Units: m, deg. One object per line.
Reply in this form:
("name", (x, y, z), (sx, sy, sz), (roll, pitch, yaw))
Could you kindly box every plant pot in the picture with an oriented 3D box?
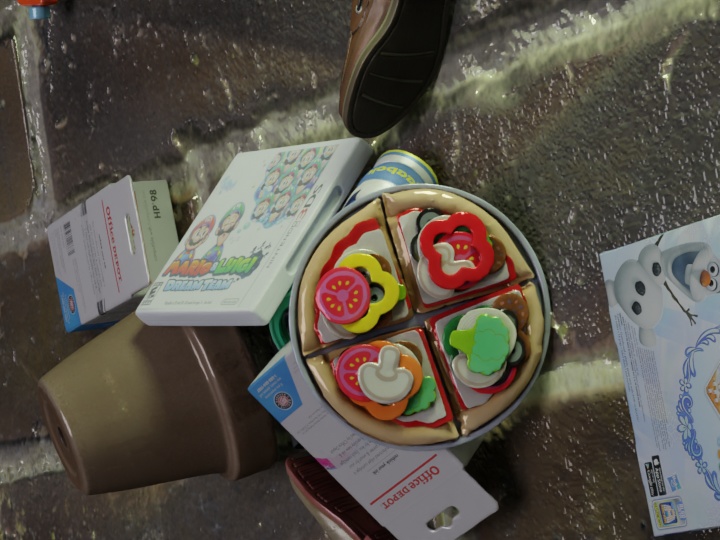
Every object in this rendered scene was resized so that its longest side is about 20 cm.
("plant pot", (-0.192, 0.120, 1.780), (0.201, 0.173, 0.201), (54, 157, 35))

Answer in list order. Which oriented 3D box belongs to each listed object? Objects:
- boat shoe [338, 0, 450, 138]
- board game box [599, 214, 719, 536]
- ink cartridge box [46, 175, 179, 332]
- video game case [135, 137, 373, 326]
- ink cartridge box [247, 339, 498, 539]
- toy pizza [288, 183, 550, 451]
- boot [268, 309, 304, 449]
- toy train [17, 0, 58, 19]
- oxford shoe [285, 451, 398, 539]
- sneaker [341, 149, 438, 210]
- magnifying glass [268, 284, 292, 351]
("boat shoe", (0.029, -0.204, 1.563), (0.068, 0.071, 0.201), (49, 123, 45))
("board game box", (0.253, 0.064, 1.292), (0.199, 0.043, 0.202), (-20, 78, 55))
("ink cartridge box", (-0.236, -0.018, 1.966), (0.200, 0.066, 0.117), (-24, 75, 55))
("video game case", (-0.093, -0.031, 1.674), (0.199, 0.024, 0.183), (-3, 51, 55))
("ink cartridge box", (0.023, 0.121, 1.559), (0.200, 0.068, 0.115), (46, 133, -4))
("toy pizza", (0.045, 0.035, 1.475), (0.032, 0.198, 0.202), (75, -172, -89))
("boot", (-0.067, 0.063, 1.745), (0.165, 0.065, 0.202), (-36, 70, 53))
("toy train", (-0.357, -0.368, 2.105), (0.150, 0.055, 0.202), (0, 98, 54))
("oxford shoe", (-0.005, 0.225, 1.669), (0.200, 0.070, 0.075), (42, 133, 46))
("sneaker", (0.000, 0.000, 1.598), (0.073, 0.082, 0.201), (22, 122, 10))
("magnifying glass", (-0.015, 0.098, 1.624), (0.079, 0.022, 0.201), (-8, 120, 34))
